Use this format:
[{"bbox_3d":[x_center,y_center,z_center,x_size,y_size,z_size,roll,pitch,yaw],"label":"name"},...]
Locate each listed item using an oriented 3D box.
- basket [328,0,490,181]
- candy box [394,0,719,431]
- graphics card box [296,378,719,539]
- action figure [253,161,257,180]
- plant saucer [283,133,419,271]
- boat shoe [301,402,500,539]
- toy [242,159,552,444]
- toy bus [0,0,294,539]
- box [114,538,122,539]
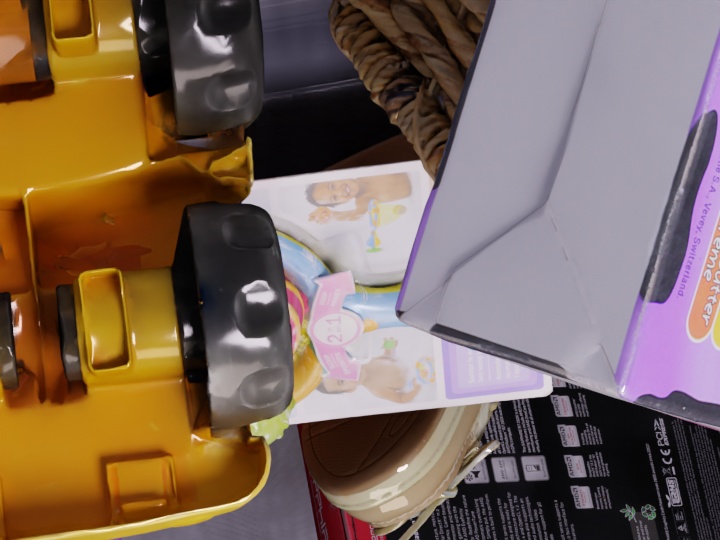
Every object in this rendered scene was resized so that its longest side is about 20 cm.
[{"bbox_3d":[0.084,-0.049,0.806,0.142,0.150,0.200,12,180,43],"label":"basket"},{"bbox_3d":[0.119,-0.040,0.685,0.071,0.168,0.200,17,179,44],"label":"candy box"},{"bbox_3d":[0.074,0.101,1.339,0.199,0.126,0.051,-2,154,-21],"label":"graphics card box"},{"bbox_3d":[-0.115,-0.013,1.019,0.130,0.070,0.200,12,149,-32],"label":"action figure"},{"bbox_3d":[0.000,0.000,1.059,0.200,0.032,0.200,-27,168,-6],"label":"plant saucer"},{"bbox_3d":[0.026,0.058,1.138,0.073,0.063,0.200,-24,-166,15],"label":"boat shoe"},{"bbox_3d":[-0.033,0.024,0.958,0.199,0.047,0.115,-9,132,-4],"label":"toy"},{"bbox_3d":[-0.095,-0.014,0.830,0.135,0.201,0.192,-6,169,-6],"label":"toy bus"},{"bbox_3d":[-0.192,0.071,1.163,0.136,0.039,0.200,21,172,23],"label":"box"}]
